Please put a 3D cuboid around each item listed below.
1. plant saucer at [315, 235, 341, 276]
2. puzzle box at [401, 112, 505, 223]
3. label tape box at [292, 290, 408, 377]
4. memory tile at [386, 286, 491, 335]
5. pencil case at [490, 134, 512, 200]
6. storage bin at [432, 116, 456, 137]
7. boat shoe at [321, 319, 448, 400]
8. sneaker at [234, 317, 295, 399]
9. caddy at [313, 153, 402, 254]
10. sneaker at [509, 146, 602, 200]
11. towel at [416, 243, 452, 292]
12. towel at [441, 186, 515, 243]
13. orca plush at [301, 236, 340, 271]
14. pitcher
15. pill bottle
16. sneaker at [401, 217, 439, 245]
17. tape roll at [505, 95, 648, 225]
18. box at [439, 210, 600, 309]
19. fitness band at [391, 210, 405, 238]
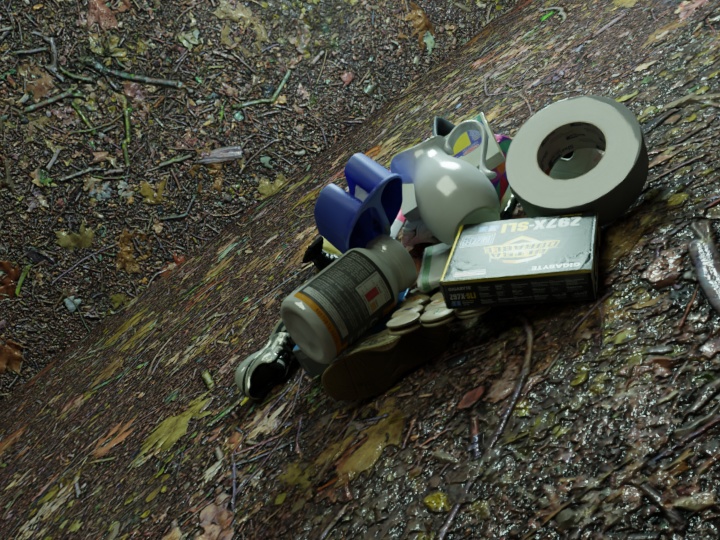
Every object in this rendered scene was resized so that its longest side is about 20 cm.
[{"bbox_3d":[-0.041,0.003,1.461,0.048,0.202,0.200,7,29,9],"label":"plant saucer"},{"bbox_3d":[0.151,-0.181,1.350,0.199,0.025,0.134,-32,37,19],"label":"puzzle box"},{"bbox_3d":[0.002,0.091,1.280,0.198,0.067,0.144,-17,25,29],"label":"label tape box"},{"bbox_3d":[0.122,0.043,1.126,0.152,0.017,0.200,-15,11,17],"label":"memory tile"},{"bbox_3d":[0.210,-0.139,1.344,0.088,0.088,0.201,-2,55,62],"label":"pencil case"},{"bbox_3d":[0.187,-0.217,1.631,0.135,0.144,0.200,-59,8,24],"label":"storage bin"},{"bbox_3d":[0.036,0.126,1.127,0.198,0.074,0.063,-25,12,4],"label":"boat shoe"},{"bbox_3d":[-0.141,0.155,1.403,0.200,0.076,0.088,-50,25,-4],"label":"sneaker"},{"bbox_3d":[0.007,-0.091,1.238,0.142,0.105,0.200,-51,-15,-13],"label":"caddy"},{"bbox_3d":[0.320,-0.175,1.279,0.199,0.100,0.078,-14,27,52],"label":"sneaker"},{"bbox_3d":[0.190,-0.022,1.193,0.198,0.031,0.149,-15,21,16],"label":"towel"},{"bbox_3d":[0.232,-0.120,1.446,0.146,0.022,0.201,-26,21,36],"label":"towel"},{"bbox_3d":[0.000,0.000,1.345,0.106,0.200,0.071,-56,34,-8],"label":"orca plush"},{"bbox_3d":[0.158,-0.143,1.225,0.171,0.121,0.201,-38,47,9],"label":"pitcher"},{"bbox_3d":[-0.014,0.038,1.161,0.199,0.117,0.116,-38,16,-25],"label":"pill bottle"},{"bbox_3d":[0.122,-0.078,1.462,0.200,0.080,0.076,52,-125,-85],"label":"sneaker"},{"bbox_3d":[0.319,-0.159,1.140,0.198,0.066,0.202,-16,54,23],"label":"tape roll"},{"bbox_3d":[0.221,-0.016,1.046,0.198,0.050,0.160,-5,28,23],"label":"box"},{"bbox_3d":[0.045,-0.052,1.498,0.201,0.037,0.144,-60,-4,-45],"label":"fitness band"}]
